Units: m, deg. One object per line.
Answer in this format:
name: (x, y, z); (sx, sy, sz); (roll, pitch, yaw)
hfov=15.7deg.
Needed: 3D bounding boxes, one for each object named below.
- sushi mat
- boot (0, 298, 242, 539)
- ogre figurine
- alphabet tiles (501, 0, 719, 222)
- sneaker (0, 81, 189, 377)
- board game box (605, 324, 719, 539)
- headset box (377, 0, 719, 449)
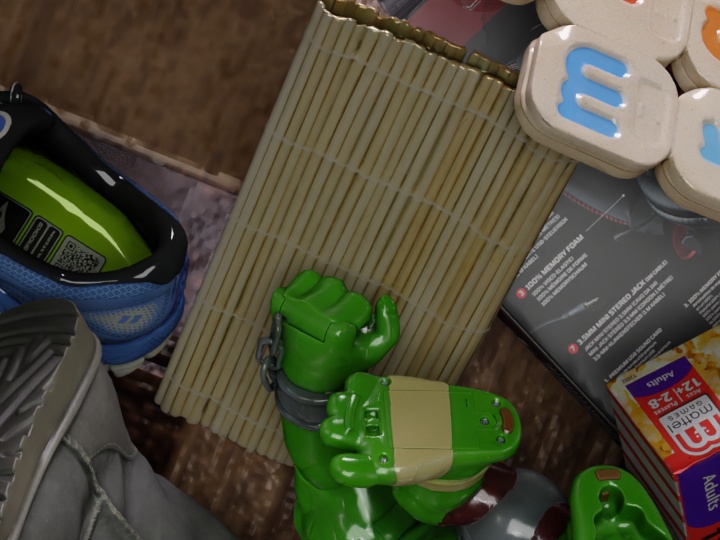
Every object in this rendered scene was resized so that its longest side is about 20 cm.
sushi mat: (0.000, 0.000, 0.865); (0.096, 0.012, 0.200); (24, 133, -1)
boot: (-0.080, 0.132, 0.831); (0.182, 0.072, 0.200); (-58, 133, -39)
ogre figurine: (0.043, 0.098, 0.857); (0.200, 0.120, 0.098); (23, 56, 5)
alphabet tiles: (0.108, -0.109, 0.843); (0.195, 0.015, 0.200); (22, 58, -16)
sneaker: (-0.142, -0.041, 0.872); (0.200, 0.089, 0.079); (26, 61, -8)
board game box: (0.187, 0.050, 0.871); (0.200, 0.152, 0.046); (-28, 49, -8)
headset box: (0.087, -0.049, 0.902); (0.149, 0.075, 0.200); (-44, 94, -1)
